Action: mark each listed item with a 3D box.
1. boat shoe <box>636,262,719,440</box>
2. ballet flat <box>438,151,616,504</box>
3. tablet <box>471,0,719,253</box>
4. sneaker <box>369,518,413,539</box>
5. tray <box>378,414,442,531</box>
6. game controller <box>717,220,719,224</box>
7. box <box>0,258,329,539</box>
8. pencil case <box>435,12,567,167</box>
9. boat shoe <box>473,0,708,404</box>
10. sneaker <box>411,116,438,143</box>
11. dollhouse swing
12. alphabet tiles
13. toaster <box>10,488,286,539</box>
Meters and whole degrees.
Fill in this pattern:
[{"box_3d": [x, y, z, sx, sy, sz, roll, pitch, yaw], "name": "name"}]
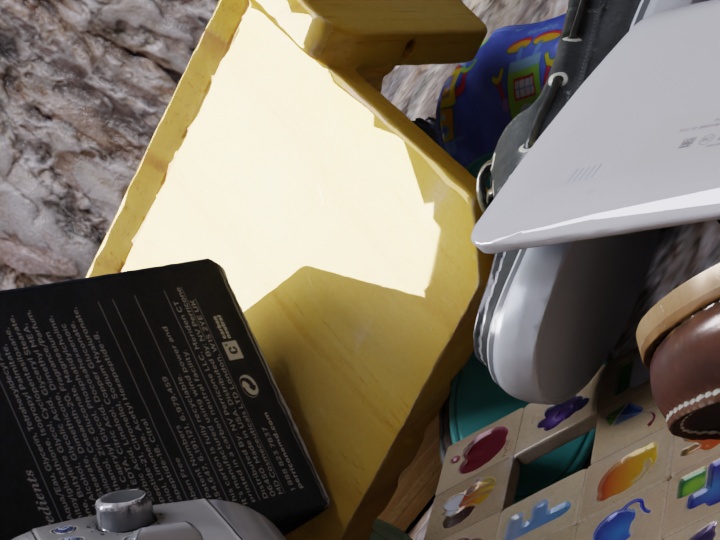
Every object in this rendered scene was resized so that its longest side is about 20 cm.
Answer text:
[{"box_3d": [0.134, 0.018, 0.618, 0.200, 0.070, 0.071, 138, 123, -62], "name": "boat shoe"}, {"box_3d": [0.064, 0.036, 0.919, 0.200, 0.067, 0.064, -89, -7, -47], "name": "ballet flat"}, {"box_3d": [0.133, -0.058, 0.732, 0.200, 0.014, 0.130, -8, 34, 47], "name": "tablet"}, {"box_3d": [-0.021, 0.139, 0.914, 0.118, 0.074, 0.200, -51, 10, -12], "name": "sneaker"}, {"box_3d": [0.026, 0.064, 1.082, 0.200, 0.037, 0.099, -51, 9, 5], "name": "tray"}, {"box_3d": [0.173, -0.042, 0.755, 0.104, 0.042, 0.200, -37, 13, -3], "name": "game controller"}, {"box_3d": [-0.138, 0.084, 0.855, 0.148, 0.107, 0.200, -34, -14, 34], "name": "box"}, {"box_3d": [0.110, -0.081, 1.001, 0.078, 0.087, 0.200, -12, -5, -31], "name": "pencil case"}, {"box_3d": [0.074, -0.032, 0.843, 0.069, 0.056, 0.200, 77, -150, -41], "name": "boat shoe"}, {"box_3d": [0.022, -0.008, 1.266, 0.078, 0.075, 0.200, -49, 8, 42], "name": "sneaker"}, {"box_3d": [0.000, 0.000, 0.972, 0.182, 0.176, 0.201, -10, -48, -59], "name": "dollhouse swing"}, {"box_3d": [0.080, 0.071, 0.729, 0.167, 0.008, 0.200, -30, 19, 24], "name": "alphabet tiles"}, {"box_3d": [-0.049, 0.167, 0.694, 0.129, 0.113, 0.201, -167, 70, -75], "name": "toaster"}]
